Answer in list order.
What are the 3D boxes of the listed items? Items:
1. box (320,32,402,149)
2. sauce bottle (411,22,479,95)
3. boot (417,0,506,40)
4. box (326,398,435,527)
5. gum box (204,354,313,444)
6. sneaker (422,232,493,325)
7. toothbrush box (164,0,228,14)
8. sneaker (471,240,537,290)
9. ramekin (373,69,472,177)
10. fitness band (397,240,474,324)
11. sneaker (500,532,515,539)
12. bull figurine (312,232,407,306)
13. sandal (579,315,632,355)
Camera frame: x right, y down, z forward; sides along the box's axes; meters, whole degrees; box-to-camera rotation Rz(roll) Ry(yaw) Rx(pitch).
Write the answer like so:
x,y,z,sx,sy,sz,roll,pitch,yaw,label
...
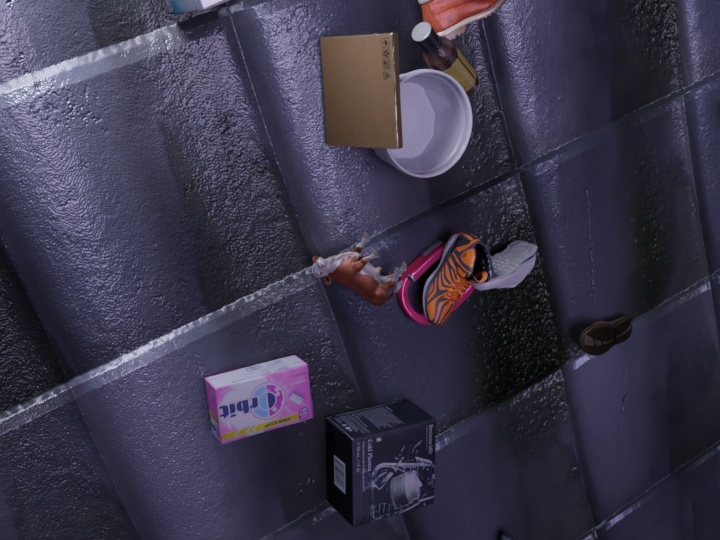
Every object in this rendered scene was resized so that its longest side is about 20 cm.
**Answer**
x,y,z,sx,sy,sz,roll,pitch,yaw,label
0.000,-0.321,1.524,0.021,0.163,0.200,-23,115,-49,box
0.159,-0.399,1.601,0.065,0.065,0.200,-59,143,-3,sauce bottle
0.201,-0.525,1.626,0.200,0.075,0.107,-34,112,-15,boot
0.042,0.394,1.755,0.196,0.124,0.200,-9,107,-28,box
-0.188,0.243,1.622,0.200,0.066,0.114,-12,108,-25,gum box
0.196,0.026,1.703,0.078,0.112,0.200,13,99,-32,sneaker
-0.262,-0.483,1.313,0.085,0.200,0.147,-29,116,-19,toothbrush box
0.308,0.007,1.806,0.200,0.076,0.081,-26,132,-35,sneaker
0.103,-0.283,1.616,0.200,0.105,0.200,-8,107,-27,ramekin
0.167,0.023,1.771,0.200,0.037,0.144,-41,119,-11,fitness band
0.348,0.727,2.036,0.087,0.074,0.200,-19,112,-17,sneaker
0.000,0.000,1.650,0.121,0.065,0.200,-38,132,23,bull figurine
0.577,0.146,2.019,0.200,0.055,0.082,-18,118,-39,sandal
